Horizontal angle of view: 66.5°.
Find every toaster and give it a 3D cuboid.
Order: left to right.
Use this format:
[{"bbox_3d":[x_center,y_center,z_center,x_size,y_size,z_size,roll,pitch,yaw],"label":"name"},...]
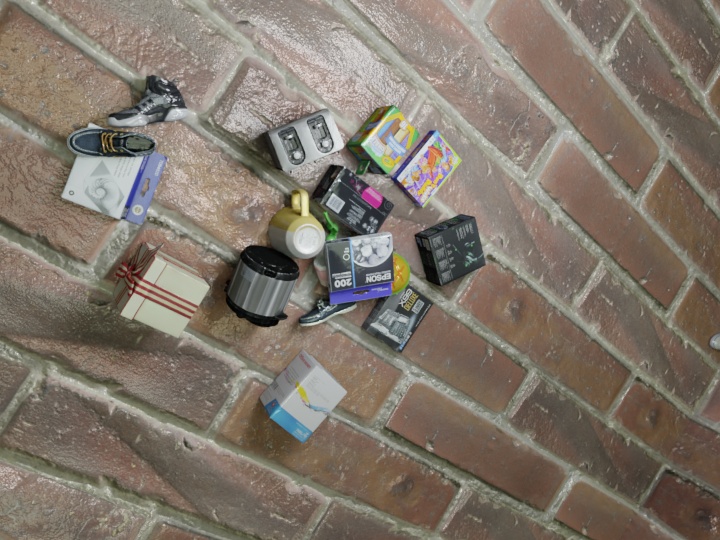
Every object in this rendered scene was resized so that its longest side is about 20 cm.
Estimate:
[{"bbox_3d":[-0.156,-0.350,1.490,0.180,0.200,0.120,-24,107,-9],"label":"toaster"}]

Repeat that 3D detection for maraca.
[{"bbox_3d":[0.055,0.007,1.702,0.198,0.107,0.139,5,82,-1],"label":"maraca"}]

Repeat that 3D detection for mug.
[{"bbox_3d":[-0.179,-0.114,1.542,0.149,0.153,0.187,-34,112,-12],"label":"mug"}]

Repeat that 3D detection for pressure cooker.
[{"bbox_3d":[-0.279,0.051,1.518,0.177,0.176,0.201,16,110,-25],"label":"pressure cooker"}]

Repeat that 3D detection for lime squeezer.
[{"bbox_3d":[-0.092,-0.097,1.631,0.037,0.071,0.201,17,128,9],"label":"lime squeezer"}]

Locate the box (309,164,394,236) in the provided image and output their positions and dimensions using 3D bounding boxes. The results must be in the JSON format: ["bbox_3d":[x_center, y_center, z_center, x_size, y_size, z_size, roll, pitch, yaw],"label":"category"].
[{"bbox_3d":[-0.027,-0.199,1.612,0.199,0.115,0.133,34,88,-25],"label":"box"}]

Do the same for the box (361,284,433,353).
[{"bbox_3d":[0.121,0.144,1.787,0.157,0.050,0.201,36,86,-26],"label":"box"}]

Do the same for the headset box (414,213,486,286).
[{"bbox_3d":[0.301,-0.071,1.795,0.199,0.093,0.175,-25,110,-17],"label":"headset box"}]

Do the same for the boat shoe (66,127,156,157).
[{"bbox_3d":[-0.591,-0.306,1.310,0.199,0.091,0.072,-5,101,-24],"label":"boat shoe"}]

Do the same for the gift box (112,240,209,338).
[{"bbox_3d":[-0.519,0.031,1.417,0.186,0.184,0.201,31,85,-35],"label":"gift box"}]

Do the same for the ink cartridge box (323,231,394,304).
[{"bbox_3d":[0.000,0.000,1.599,0.196,0.043,0.202,-9,110,-11],"label":"ink cartridge box"}]

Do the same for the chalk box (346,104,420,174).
[{"bbox_3d":[0.050,-0.364,1.603,0.124,0.125,0.200,44,82,-25],"label":"chalk box"}]

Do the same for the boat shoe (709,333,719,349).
[{"bbox_3d":[1.688,0.336,2.496,0.200,0.086,0.075,6,98,-22],"label":"boat shoe"}]

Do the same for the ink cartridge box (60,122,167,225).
[{"bbox_3d":[-0.616,-0.237,1.385,0.199,0.041,0.201,21,92,-26],"label":"ink cartridge box"}]

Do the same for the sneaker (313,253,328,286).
[{"bbox_3d":[-0.046,-0.018,1.666,0.199,0.075,0.105,-26,130,-20],"label":"sneaker"}]

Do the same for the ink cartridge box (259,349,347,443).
[{"bbox_3d":[-0.173,0.374,1.656,0.200,0.147,0.146,-47,114,-7],"label":"ink cartridge box"}]

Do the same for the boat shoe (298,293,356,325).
[{"bbox_3d":[-0.102,0.112,1.670,0.199,0.075,0.062,-19,110,-20],"label":"boat shoe"}]

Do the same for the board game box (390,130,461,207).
[{"bbox_3d":[0.208,-0.319,1.727,0.134,0.045,0.200,42,83,-25],"label":"board game box"}]

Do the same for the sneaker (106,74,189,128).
[{"bbox_3d":[-0.535,-0.421,1.365,0.199,0.075,0.115,-17,107,-26],"label":"sneaker"}]
